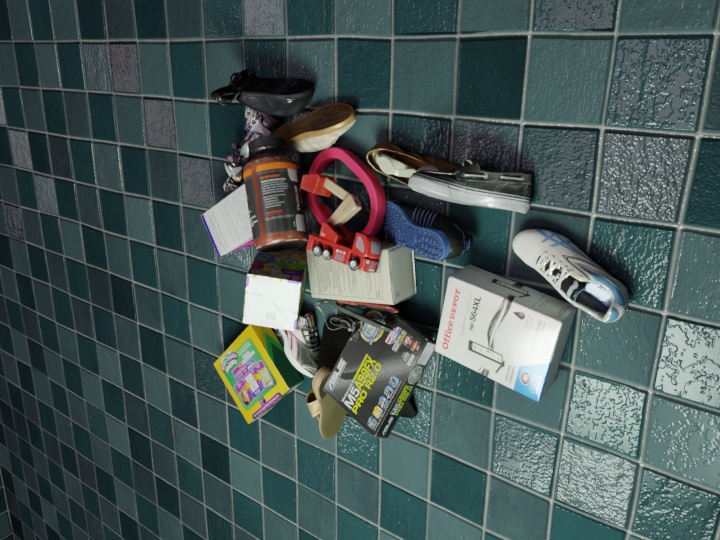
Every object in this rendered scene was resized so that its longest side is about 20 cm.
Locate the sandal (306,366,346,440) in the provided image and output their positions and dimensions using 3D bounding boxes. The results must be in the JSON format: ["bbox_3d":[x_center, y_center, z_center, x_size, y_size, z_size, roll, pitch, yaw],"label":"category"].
[{"bbox_3d":[-0.080,0.260,1.255,0.069,0.077,0.215,32,145,33],"label":"sandal"}]

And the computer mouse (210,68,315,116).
[{"bbox_3d":[-0.176,-0.337,1.176,0.196,0.139,0.054,12,131,20],"label":"computer mouse"}]

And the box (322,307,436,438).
[{"bbox_3d":[0.033,0.181,1.130,0.159,0.044,0.203,33,96,40],"label":"box"}]

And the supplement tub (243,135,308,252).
[{"bbox_3d":[-0.162,-0.143,1.138,0.105,0.106,0.205,-13,84,39],"label":"supplement tub"}]

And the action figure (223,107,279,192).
[{"bbox_3d":[-0.239,-0.249,1.254,0.202,0.068,0.131,-60,23,22],"label":"action figure"}]

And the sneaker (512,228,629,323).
[{"bbox_3d":[0.313,0.003,0.919,0.199,0.072,0.073,39,126,24],"label":"sneaker"}]

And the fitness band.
[{"bbox_3d":[-0.029,-0.140,1.141,0.200,0.037,0.145,48,121,30],"label":"fitness band"}]

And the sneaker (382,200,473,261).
[{"bbox_3d":[0.112,-0.072,1.060,0.200,0.076,0.072,40,131,47],"label":"sneaker"}]

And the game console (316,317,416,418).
[{"bbox_3d":[0.018,0.196,1.242,0.197,0.116,0.180,-2,73,37],"label":"game console"}]

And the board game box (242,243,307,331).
[{"bbox_3d":[-0.159,0.017,1.192,0.102,0.201,0.105,8,114,-3],"label":"board game box"}]

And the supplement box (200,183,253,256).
[{"bbox_3d":[-0.230,-0.120,1.283,0.198,0.100,0.105,-26,88,40],"label":"supplement box"}]

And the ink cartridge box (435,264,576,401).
[{"bbox_3d":[0.233,0.098,1.001,0.197,0.084,0.149,22,117,30],"label":"ink cartridge box"}]

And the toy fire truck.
[{"bbox_3d":[-0.036,-0.087,1.087,0.197,0.048,0.144,20,98,38],"label":"toy fire truck"}]

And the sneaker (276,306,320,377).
[{"bbox_3d":[-0.126,0.132,1.299,0.086,0.080,0.202,-38,85,28],"label":"sneaker"}]

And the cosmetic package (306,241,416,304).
[{"bbox_3d":[0.000,0.000,1.150,0.197,0.086,0.106,5,104,38],"label":"cosmetic package"}]

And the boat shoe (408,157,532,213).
[{"bbox_3d":[0.176,-0.142,0.964,0.195,0.072,0.073,11,94,4],"label":"boat shoe"}]

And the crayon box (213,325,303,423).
[{"bbox_3d":[-0.245,0.239,1.435,0.200,0.058,0.174,-42,76,38],"label":"crayon box"}]

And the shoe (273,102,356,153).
[{"bbox_3d":[-0.082,-0.266,1.159,0.197,0.053,0.071,-8,56,37],"label":"shoe"}]

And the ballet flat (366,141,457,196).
[{"bbox_3d":[0.089,-0.169,1.038,0.198,0.072,0.069,31,121,27],"label":"ballet flat"}]

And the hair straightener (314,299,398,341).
[{"bbox_3d":[-0.018,0.091,1.146,0.197,0.041,0.079,9,81,40],"label":"hair straightener"}]
